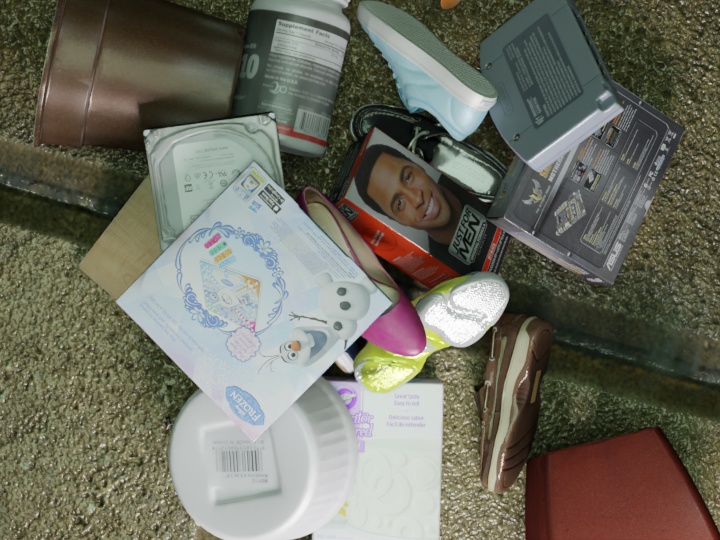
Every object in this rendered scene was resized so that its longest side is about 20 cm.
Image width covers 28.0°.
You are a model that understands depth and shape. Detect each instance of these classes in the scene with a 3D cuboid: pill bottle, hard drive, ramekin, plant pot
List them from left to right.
[{"bbox_3d":[-0.233,-0.209,1.546,0.197,0.200,0.202,13,90,-10],"label":"plant pot"},{"bbox_3d":[-0.142,-0.055,1.490,0.138,0.038,0.202,-7,99,-4],"label":"hard drive"},{"bbox_3d":[-0.111,0.199,1.563,0.199,0.098,0.202,0,90,20],"label":"ramekin"},{"bbox_3d":[-0.075,-0.233,1.583,0.113,0.114,0.202,12,90,-2],"label":"pill bottle"},{"bbox_3d":[0.272,0.273,1.573,0.198,0.200,0.178,-13,81,-2],"label":"plant pot"}]

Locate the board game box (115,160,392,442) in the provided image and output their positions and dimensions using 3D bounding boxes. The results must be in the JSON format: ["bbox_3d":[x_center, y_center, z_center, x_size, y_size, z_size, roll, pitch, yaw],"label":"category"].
[{"bbox_3d":[-0.106,0.030,1.453,0.199,0.043,0.200,-44,91,1],"label":"board game box"}]

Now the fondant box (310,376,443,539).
[{"bbox_3d":[0.018,0.222,1.622,0.143,0.058,0.202,1,90,-2],"label":"fondant box"}]

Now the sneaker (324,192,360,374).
[{"bbox_3d":[-0.016,0.007,1.611,0.108,0.070,0.201,-24,89,0],"label":"sneaker"}]

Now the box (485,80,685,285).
[{"bbox_3d":[0.250,-0.108,1.599,0.158,0.048,0.201,28,82,-19],"label":"box"}]

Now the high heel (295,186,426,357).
[{"bbox_3d":[0.000,0.000,1.486,0.067,0.096,0.200,-31,69,-14],"label":"high heel"}]

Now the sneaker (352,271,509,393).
[{"bbox_3d":[0.072,0.047,1.569,0.199,0.105,0.076,-34,113,18],"label":"sneaker"}]

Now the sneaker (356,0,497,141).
[{"bbox_3d":[0.057,-0.219,1.598,0.200,0.074,0.082,45,121,24],"label":"sneaker"}]

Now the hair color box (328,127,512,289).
[{"bbox_3d":[0.065,-0.055,1.576,0.199,0.061,0.102,32,59,-17],"label":"hair color box"}]

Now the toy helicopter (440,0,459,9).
[{"bbox_3d":[0.073,-0.366,1.543,0.079,0.200,0.133,-30,75,-2],"label":"toy helicopter"}]

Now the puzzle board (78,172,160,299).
[{"bbox_3d":[-0.196,0.002,1.616,0.200,0.017,0.151,40,99,0],"label":"puzzle board"}]

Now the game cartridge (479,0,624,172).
[{"bbox_3d":[0.198,-0.204,1.561,0.133,0.201,0.040,-33,136,21],"label":"game cartridge"}]

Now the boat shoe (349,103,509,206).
[{"bbox_3d":[0.081,-0.130,1.616,0.199,0.060,0.074,31,87,-3],"label":"boat shoe"}]

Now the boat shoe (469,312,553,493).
[{"bbox_3d":[0.160,0.145,1.630,0.074,0.075,0.204,18,98,32],"label":"boat shoe"}]
